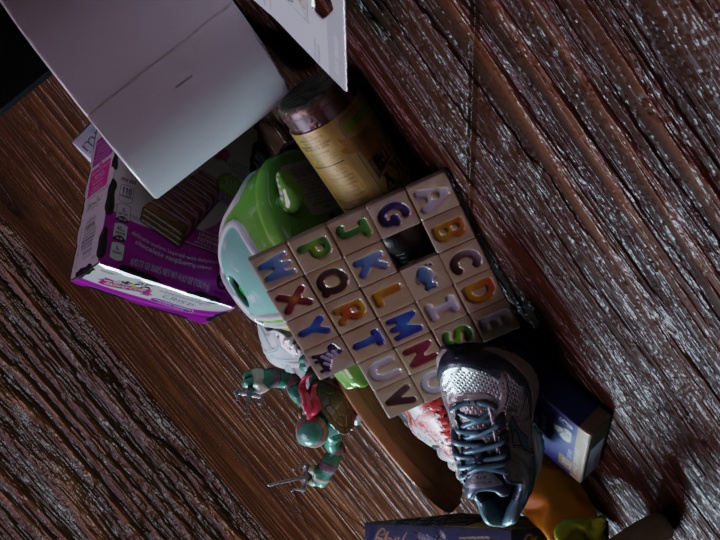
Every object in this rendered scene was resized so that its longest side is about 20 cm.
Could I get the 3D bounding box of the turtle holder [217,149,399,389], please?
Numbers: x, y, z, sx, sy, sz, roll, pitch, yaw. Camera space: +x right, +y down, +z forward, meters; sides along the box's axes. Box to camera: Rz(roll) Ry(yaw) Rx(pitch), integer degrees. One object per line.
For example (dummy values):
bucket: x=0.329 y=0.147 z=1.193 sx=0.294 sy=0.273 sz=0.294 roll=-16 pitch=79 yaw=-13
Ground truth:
turtle holder: x=-0.036 y=-0.006 z=1.279 sx=0.185 sy=0.141 sz=0.132 roll=40 pitch=126 yaw=-15

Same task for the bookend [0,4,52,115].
bookend: x=-0.317 y=-0.227 z=1.430 sx=0.092 sy=0.200 sz=0.199 roll=50 pitch=165 yaw=-10

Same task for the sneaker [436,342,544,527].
sneaker: x=0.108 y=0.136 z=1.229 sx=0.077 sy=0.086 sz=0.200 roll=-2 pitch=140 yaw=22

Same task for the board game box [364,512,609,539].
board game box: x=0.119 y=0.258 z=1.465 sx=0.200 sy=0.135 sz=0.035 roll=-8 pitch=82 yaw=49

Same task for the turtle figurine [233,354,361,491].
turtle figurine: x=-0.049 y=0.154 z=1.602 sx=0.150 sy=0.100 sz=0.200 roll=68 pitch=-160 yaw=-9

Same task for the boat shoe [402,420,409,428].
boat shoe: x=0.067 y=0.128 z=1.497 sx=0.201 sy=0.066 sz=0.072 roll=37 pitch=163 yaw=35

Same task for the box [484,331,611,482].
box: x=0.128 y=0.090 z=1.316 sx=0.200 sy=0.032 sz=0.121 roll=43 pitch=164 yaw=22

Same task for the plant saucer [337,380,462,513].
plant saucer: x=0.047 y=0.165 z=1.599 sx=0.200 sy=0.037 sz=0.200 roll=51 pitch=-175 yaw=-7

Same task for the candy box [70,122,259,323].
candy box: x=-0.167 y=-0.069 z=1.335 sx=0.136 sy=0.201 sz=0.061 roll=19 pitch=152 yaw=-31

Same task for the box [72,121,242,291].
box: x=-0.169 y=-0.075 z=1.545 sx=0.176 sy=0.097 sz=0.200 roll=39 pitch=173 yaw=25

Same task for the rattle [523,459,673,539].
rattle: x=0.183 y=0.210 z=1.275 sx=0.200 sy=0.130 sz=0.143 roll=20 pitch=-130 yaw=-67

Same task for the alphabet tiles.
alphabet tiles: x=0.028 y=0.030 z=1.211 sx=0.008 sy=0.167 sz=0.200 roll=-104 pitch=-13 yaw=-56

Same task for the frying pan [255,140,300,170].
frying pan: x=-0.066 y=-0.089 z=1.380 sx=0.190 sy=0.031 sz=0.115 roll=46 pitch=148 yaw=14

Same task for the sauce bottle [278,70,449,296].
sauce bottle: x=0.013 y=-0.064 z=1.198 sx=0.200 sy=0.065 sz=0.065 roll=55 pitch=163 yaw=-26

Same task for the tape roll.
tape roll: x=-0.167 y=-0.176 z=1.194 sx=0.203 sy=0.139 sz=0.203 roll=52 pitch=177 yaw=4

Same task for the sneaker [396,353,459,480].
sneaker: x=0.083 y=0.124 z=1.338 sx=0.108 sy=0.067 sz=0.201 roll=44 pitch=168 yaw=16

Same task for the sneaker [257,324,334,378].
sneaker: x=-0.066 y=0.094 z=1.765 sx=0.200 sy=0.070 sz=0.080 roll=31 pitch=154 yaw=47

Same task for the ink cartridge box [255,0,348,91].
ink cartridge box: x=-0.054 y=-0.234 z=1.005 sx=0.176 sy=0.045 sz=0.200 roll=45 pitch=164 yaw=16
